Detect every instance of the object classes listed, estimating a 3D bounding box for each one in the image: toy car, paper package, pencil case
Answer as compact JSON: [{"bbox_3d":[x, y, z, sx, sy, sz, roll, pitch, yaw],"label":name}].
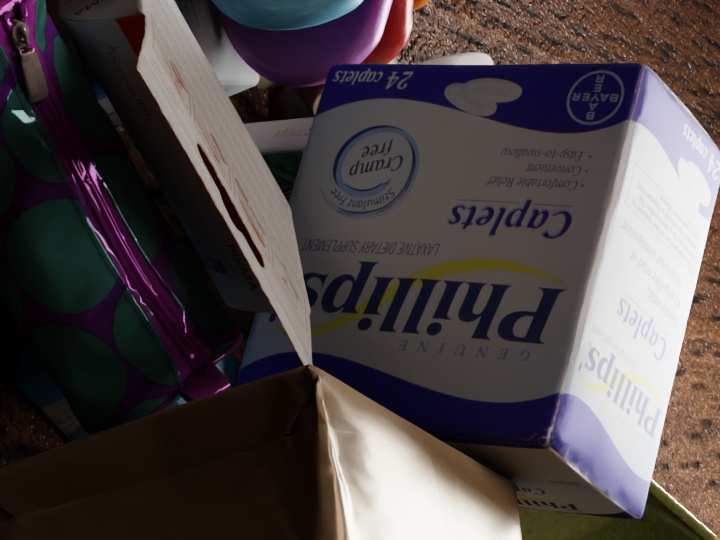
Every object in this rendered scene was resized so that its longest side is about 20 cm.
[{"bbox_3d":[-0.019,-0.171,1.303,0.200,0.175,0.150,-11,117,-70],"label":"toy car"},{"bbox_3d":[-0.044,0.137,1.096,0.200,0.190,0.104,33,45,-53],"label":"paper package"},{"bbox_3d":[-0.130,-0.029,1.069,0.085,0.092,0.200,-38,107,-30],"label":"pencil case"}]

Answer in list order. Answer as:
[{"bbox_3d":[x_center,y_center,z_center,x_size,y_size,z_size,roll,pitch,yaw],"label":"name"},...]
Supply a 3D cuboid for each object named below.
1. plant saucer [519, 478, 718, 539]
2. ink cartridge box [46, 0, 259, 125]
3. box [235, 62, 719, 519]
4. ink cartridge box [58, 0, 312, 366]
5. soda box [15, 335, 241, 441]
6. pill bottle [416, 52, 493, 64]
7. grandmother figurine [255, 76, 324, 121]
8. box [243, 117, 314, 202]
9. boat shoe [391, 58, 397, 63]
[{"bbox_3d":[0.071,0.145,1.363,0.200,0.199,0.048,40,25,-51],"label":"plant saucer"},{"bbox_3d":[-0.145,-0.151,1.269,0.200,0.085,0.145,-10,81,-67],"label":"ink cartridge box"},{"bbox_3d":[0.059,0.007,1.217,0.105,0.184,0.200,40,59,-51],"label":"box"},{"bbox_3d":[-0.078,-0.046,1.092,0.160,0.047,0.200,62,7,-22],"label":"ink cartridge box"},{"bbox_3d":[-0.086,0.081,1.221,0.200,0.064,0.068,51,28,-37],"label":"soda box"},{"bbox_3d":[0.075,-0.037,1.654,0.110,0.109,0.200,9,62,-66],"label":"pill bottle"},{"bbox_3d":[-0.028,-0.075,1.499,0.060,0.121,0.200,-18,76,-26],"label":"grandmother figurine"},{"bbox_3d":[0.000,0.000,1.401,0.036,0.144,0.200,-48,119,-33],"label":"box"},{"bbox_3d":[-0.002,-0.090,1.575,0.069,0.074,0.200,44,23,-51],"label":"boat shoe"}]
